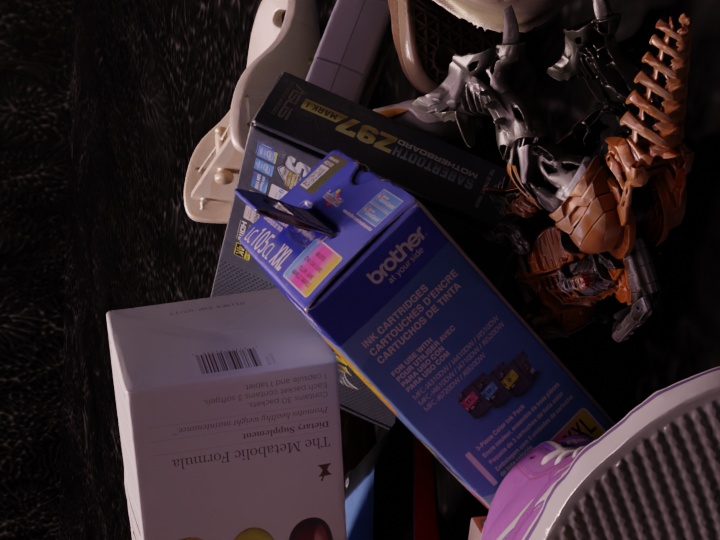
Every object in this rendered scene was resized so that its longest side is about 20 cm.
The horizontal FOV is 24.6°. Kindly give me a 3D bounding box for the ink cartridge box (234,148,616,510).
[{"bbox_3d":[0.023,0.022,0.806,0.200,0.076,0.136,49,176,-21],"label":"ink cartridge box"}]

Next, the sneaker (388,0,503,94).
[{"bbox_3d":[0.044,-0.184,0.924,0.075,0.070,0.202,152,126,-63],"label":"sneaker"}]

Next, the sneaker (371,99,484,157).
[{"bbox_3d":[0.034,-0.041,0.974,0.200,0.078,0.078,106,153,-66],"label":"sneaker"}]

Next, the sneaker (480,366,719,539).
[{"bbox_3d":[0.107,0.087,0.703,0.201,0.072,0.115,-48,14,32],"label":"sneaker"}]

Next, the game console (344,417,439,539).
[{"bbox_3d":[-0.003,0.198,0.961,0.200,0.031,0.178,127,146,-52],"label":"game console"}]

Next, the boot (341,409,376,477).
[{"bbox_3d":[-0.006,0.097,1.135,0.187,0.064,0.201,-67,-28,-46],"label":"boot"}]

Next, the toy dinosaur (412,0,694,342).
[{"bbox_3d":[0.108,-0.047,0.736,0.200,0.102,0.136,-47,59,42],"label":"toy dinosaur"}]

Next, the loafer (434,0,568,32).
[{"bbox_3d":[0.045,-0.171,0.812,0.200,0.076,0.068,47,-178,42],"label":"loafer"}]

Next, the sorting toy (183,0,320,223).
[{"bbox_3d":[-0.061,-0.143,1.248,0.200,0.106,0.182,142,132,-70],"label":"sorting toy"}]

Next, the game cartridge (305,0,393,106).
[{"bbox_3d":[-0.005,-0.130,1.010,0.133,0.041,0.201,117,174,-58],"label":"game cartridge"}]

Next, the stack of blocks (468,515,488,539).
[{"bbox_3d":[0.103,0.216,0.774,0.200,0.058,0.116,-122,34,-59],"label":"stack of blocks"}]

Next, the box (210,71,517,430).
[{"bbox_3d":[0.000,0.000,0.940,0.201,0.157,0.051,110,-175,-50],"label":"box"}]

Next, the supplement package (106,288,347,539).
[{"bbox_3d":[-0.070,0.127,0.907,0.110,0.113,0.202,-124,28,-65],"label":"supplement package"}]
